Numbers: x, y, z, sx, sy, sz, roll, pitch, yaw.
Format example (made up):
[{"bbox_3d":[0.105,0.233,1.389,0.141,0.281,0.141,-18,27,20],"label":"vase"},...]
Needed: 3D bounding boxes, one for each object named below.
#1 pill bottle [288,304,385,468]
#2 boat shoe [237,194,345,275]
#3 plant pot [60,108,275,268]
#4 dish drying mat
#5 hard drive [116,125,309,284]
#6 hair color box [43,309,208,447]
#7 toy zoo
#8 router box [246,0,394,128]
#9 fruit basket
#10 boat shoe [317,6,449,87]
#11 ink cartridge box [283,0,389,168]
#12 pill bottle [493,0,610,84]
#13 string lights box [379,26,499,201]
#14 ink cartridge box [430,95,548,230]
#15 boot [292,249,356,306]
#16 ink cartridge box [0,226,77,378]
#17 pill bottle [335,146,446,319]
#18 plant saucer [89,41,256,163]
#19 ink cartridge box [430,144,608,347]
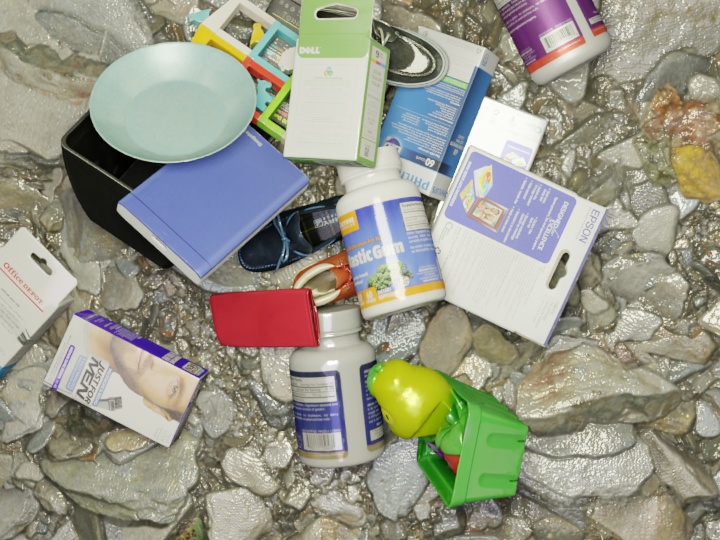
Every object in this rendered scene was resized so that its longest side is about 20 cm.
[{"bbox_3d":[-0.034,0.152,1.480,0.118,0.120,0.203,-5,94,6],"label":"pill bottle"},{"bbox_3d":[-0.080,-0.058,1.491,0.199,0.069,0.085,-29,92,7],"label":"boat shoe"},{"bbox_3d":[-0.256,-0.123,1.426,0.199,0.178,0.200,33,55,0],"label":"plant pot"},{"bbox_3d":[-0.128,0.064,1.474,0.199,0.018,0.078,-4,96,44],"label":"dish drying mat"},{"bbox_3d":[-0.171,-0.090,1.316,0.132,0.025,0.200,41,57,6],"label":"hard drive"},{"bbox_3d":[-0.324,0.148,1.535,0.198,0.065,0.110,26,96,1],"label":"hair color box"},{"bbox_3d":[-0.138,-0.266,1.412,0.199,0.020,0.132,34,71,2],"label":"toy zoo"},{"bbox_3d":[-0.063,-0.253,1.475,0.199,0.062,0.151,31,95,2],"label":"router box"},{"bbox_3d":[0.096,0.201,1.431,0.213,0.216,0.157,11,96,4],"label":"fruit basket"},{"bbox_3d":[0.014,-0.281,1.397,0.198,0.071,0.073,17,98,6],"label":"boat shoe"},{"bbox_3d":[-0.026,-0.230,1.347,0.103,0.059,0.203,6,89,28],"label":"ink cartridge box"},{"bbox_3d":[0.231,-0.349,1.416,0.112,0.112,0.202,-27,92,7],"label":"pill bottle"},{"bbox_3d":[0.094,-0.205,1.452,0.102,0.059,0.202,25,98,26],"label":"string lights box"},{"bbox_3d":[0.169,-0.123,1.479,0.099,0.039,0.202,22,95,3],"label":"ink cartridge box"},{"bbox_3d":[0.000,0.000,1.472,0.198,0.107,0.076,-24,91,5],"label":"boot"},{"bbox_3d":[-0.484,0.046,1.537,0.116,0.068,0.200,45,97,0],"label":"ink cartridge box"},{"bbox_3d":[0.031,-0.048,1.394,0.111,0.112,0.202,-16,85,6],"label":"pill bottle"},{"bbox_3d":[-0.223,-0.193,1.332,0.198,0.039,0.203,1,53,-1],"label":"plant saucer"},{"bbox_3d":[0.190,-0.032,1.444,0.198,0.047,0.199,25,95,2],"label":"ink cartridge box"}]
